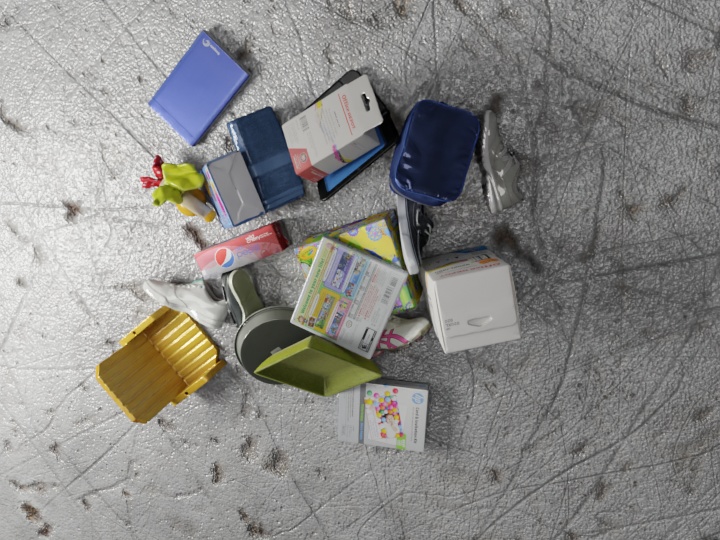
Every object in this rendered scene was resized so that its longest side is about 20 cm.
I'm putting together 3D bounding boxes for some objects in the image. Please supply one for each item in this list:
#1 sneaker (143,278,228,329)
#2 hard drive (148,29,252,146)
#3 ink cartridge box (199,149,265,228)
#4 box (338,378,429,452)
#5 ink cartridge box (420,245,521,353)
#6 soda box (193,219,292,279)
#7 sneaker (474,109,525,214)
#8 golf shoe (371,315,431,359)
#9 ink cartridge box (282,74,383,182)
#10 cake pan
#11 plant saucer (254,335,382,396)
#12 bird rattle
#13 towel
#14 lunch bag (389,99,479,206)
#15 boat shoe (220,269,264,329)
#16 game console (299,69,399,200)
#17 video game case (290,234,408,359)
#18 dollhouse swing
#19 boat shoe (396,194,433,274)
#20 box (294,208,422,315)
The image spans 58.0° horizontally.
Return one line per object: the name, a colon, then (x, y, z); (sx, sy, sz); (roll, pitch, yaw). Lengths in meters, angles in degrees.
sneaker: (-0.389, 0.052, 1.476); (0.200, 0.075, 0.089); (26, 97, -3)
hard drive: (-0.338, -0.379, 1.360); (0.132, 0.025, 0.200); (44, 109, -2)
ink cartridge box: (-0.269, -0.160, 1.340); (0.076, 0.200, 0.137); (-24, 99, -14)
box: (0.051, 0.321, 1.467); (0.200, 0.041, 0.156); (5, 106, 9)
ink cartridge box: (0.207, 0.051, 1.260); (0.147, 0.200, 0.145); (-13, 103, 0)
soda box: (-0.255, -0.046, 1.412); (0.200, 0.070, 0.063); (-20, 100, 16)
sneaker: (0.272, -0.215, 1.266); (0.082, 0.075, 0.200); (-13, 109, 0)
golf shoe: (0.057, 0.127, 1.368); (0.200, 0.073, 0.092); (-22, 100, 39)
ink cartridge box: (-0.041, -0.267, 1.232); (0.200, 0.067, 0.117); (-26, 69, 24)
cake pan: (-0.179, 0.173, 1.437); (0.200, 0.037, 0.200); (-4, 117, -7)
plant saucer: (-0.088, 0.198, 1.373); (0.200, 0.048, 0.200); (26, 142, -33)
bird rattle: (-0.381, -0.154, 1.363); (0.163, 0.200, 0.113); (40, 77, -25)
towel: (-0.194, -0.226, 1.334); (0.049, 0.112, 0.200); (0, 114, 55)
lunch bag: (0.135, -0.226, 1.237); (0.136, 0.132, 0.200); (18, 90, -6)
boat shoe: (-0.265, 0.087, 1.455); (0.066, 0.075, 0.199); (5, 126, 38)
game console: (-0.043, -0.269, 1.282); (0.200, 0.116, 0.176); (-37, 96, 18)
video game case: (-0.025, 0.054, 1.290); (0.182, 0.022, 0.200); (24, 110, 5)
dollhouse swing: (-0.455, 0.211, 1.471); (0.182, 0.176, 0.200); (-37, 94, 19)
boat shoe: (0.111, -0.081, 1.279); (0.068, 0.200, 0.072); (-7, 141, 4)
box: (0.000, 0.000, 1.345); (0.200, 0.122, 0.193); (-16, 102, 16)
